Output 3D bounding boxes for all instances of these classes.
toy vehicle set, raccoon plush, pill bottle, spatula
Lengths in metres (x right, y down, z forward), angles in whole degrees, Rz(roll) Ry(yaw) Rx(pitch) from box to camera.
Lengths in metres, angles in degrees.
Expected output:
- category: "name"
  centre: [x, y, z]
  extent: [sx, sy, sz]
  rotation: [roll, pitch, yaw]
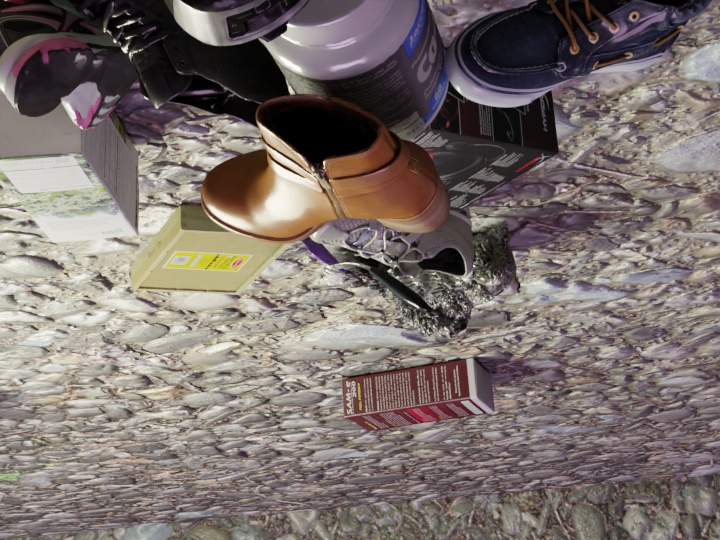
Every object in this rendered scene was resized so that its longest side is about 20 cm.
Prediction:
- category: "toy vehicle set"
  centre: [-0.155, -0.019, 1.649]
  extent: [0.123, 0.027, 0.200]
  rotation: [3, 161, -23]
- category: "raccoon plush"
  centre: [0.071, 0.003, 1.683]
  extent: [0.198, 0.098, 0.134]
  rotation: [2, 154, -19]
- category: "pill bottle"
  centre: [-0.008, -0.167, 1.078]
  extent: [0.112, 0.115, 0.200]
  rotation: [-8, 163, 10]
- category: "spatula"
  centre: [0.000, 0.000, 1.572]
  extent: [0.199, 0.021, 0.056]
  rotation: [27, 179, 42]

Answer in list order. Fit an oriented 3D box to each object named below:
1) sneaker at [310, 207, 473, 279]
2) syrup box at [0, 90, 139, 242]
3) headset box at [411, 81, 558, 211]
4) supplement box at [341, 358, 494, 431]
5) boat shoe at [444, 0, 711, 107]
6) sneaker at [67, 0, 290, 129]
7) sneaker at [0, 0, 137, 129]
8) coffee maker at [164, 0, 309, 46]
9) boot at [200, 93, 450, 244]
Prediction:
- category: "sneaker"
  centre: [0.037, -0.034, 1.540]
  extent: [0.198, 0.083, 0.075]
  rotation: [3, 147, -34]
- category: "syrup box"
  centre: [-0.241, -0.093, 1.304]
  extent: [0.078, 0.082, 0.200]
  rotation: [-4, 163, 4]
- category: "headset box"
  centre: [0.040, -0.117, 1.308]
  extent: [0.198, 0.076, 0.148]
  rotation: [6, 159, -31]
- category: "supplement box"
  centre: [0.083, 0.179, 2.272]
  extent: [0.198, 0.062, 0.109]
  rotation: [-11, 161, 15]
- category: "boat shoe"
  centre: [0.156, -0.179, 1.132]
  extent: [0.199, 0.071, 0.091]
  rotation: [-17, 164, -28]
- category: "sneaker"
  centre: [-0.137, -0.161, 1.079]
  extent: [0.198, 0.105, 0.060]
  rotation: [9, 159, -37]
- category: "sneaker"
  centre: [-0.215, -0.161, 1.129]
  extent: [0.080, 0.086, 0.200]
  rotation: [-47, 172, 7]
- category: "coffee maker"
  centre: [-0.090, -0.228, 0.827]
  extent: [0.133, 0.195, 0.200]
  rotation: [-6, 178, 0]
- category: "boot"
  centre: [-0.045, -0.070, 1.094]
  extent: [0.198, 0.078, 0.155]
  rotation: [10, 168, 23]
